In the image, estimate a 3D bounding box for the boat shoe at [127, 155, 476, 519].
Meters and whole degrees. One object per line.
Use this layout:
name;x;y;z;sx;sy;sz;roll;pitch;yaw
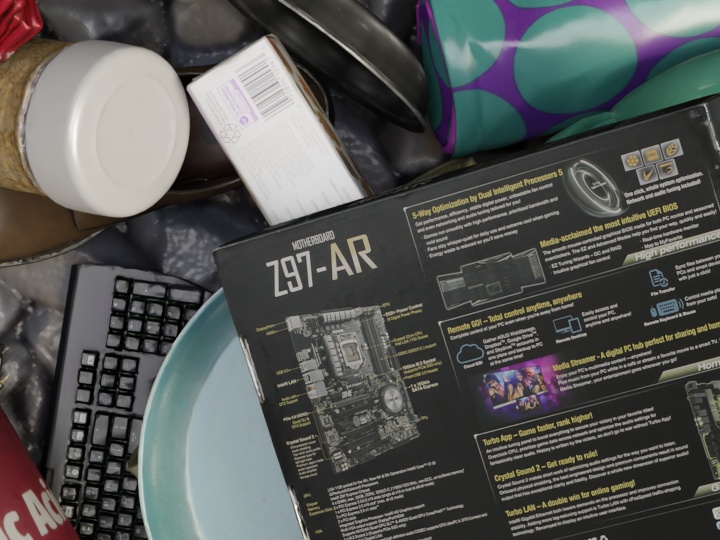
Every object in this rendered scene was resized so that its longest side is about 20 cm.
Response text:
boat shoe;-0.008;0.037;1.066;0.200;0.075;0.068;-44;100;5

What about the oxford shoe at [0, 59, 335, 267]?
oxford shoe;-0.113;-0.051;1.060;0.200;0.084;0.073;-19;92;5

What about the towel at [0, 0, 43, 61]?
towel;-0.216;-0.106;1.012;0.200;0.022;0.145;-35;59;27

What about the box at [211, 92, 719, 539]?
box;0.062;0.038;0.913;0.200;0.044;0.160;-17;94;20

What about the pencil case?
pencil case;0.120;-0.114;1.046;0.200;0.085;0.093;-14;52;2

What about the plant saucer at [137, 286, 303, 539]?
plant saucer;0.009;0.082;1.017;0.200;0.027;0.201;0;96;4

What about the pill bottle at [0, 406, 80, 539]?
pill bottle;-0.182;0.114;1.031;0.114;0.114;0.200;-31;90;3

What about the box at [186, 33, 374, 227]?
box;0.000;0.000;0.978;0.041;0.039;0.200;-32;92;7

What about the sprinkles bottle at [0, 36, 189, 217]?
sprinkles bottle;-0.163;-0.069;1.019;0.200;0.068;0.068;12;92;39

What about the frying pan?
frying pan;-0.045;-0.118;1.026;0.190;0.115;0.031;36;86;16

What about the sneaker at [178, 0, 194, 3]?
sneaker;-0.006;-0.180;1.059;0.200;0.075;0.087;-41;95;4

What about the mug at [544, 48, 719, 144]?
mug;0.154;-0.028;0.998;0.152;0.185;0.115;-25;55;17

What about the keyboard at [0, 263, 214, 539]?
keyboard;-0.131;0.096;1.095;0.127;0.021;0.200;8;91;2
